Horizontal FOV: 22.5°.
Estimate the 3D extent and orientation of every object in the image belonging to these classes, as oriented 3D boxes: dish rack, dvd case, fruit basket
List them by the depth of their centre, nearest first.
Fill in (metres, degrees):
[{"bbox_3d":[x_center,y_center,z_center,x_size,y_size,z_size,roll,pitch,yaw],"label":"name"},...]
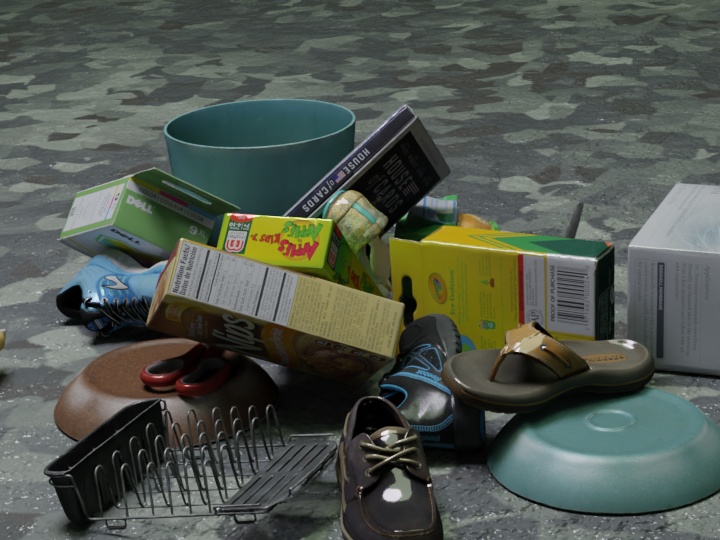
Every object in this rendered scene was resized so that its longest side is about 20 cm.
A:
[{"bbox_3d":[-0.123,0.146,1.395,0.199,0.055,0.153,-5,17,25],"label":"dish rack"},{"bbox_3d":[-0.008,-0.058,1.714,0.025,0.200,0.150,48,0,23],"label":"dvd case"},{"bbox_3d":[0.127,-0.020,1.810,0.199,0.094,0.185,2,19,4],"label":"fruit basket"}]

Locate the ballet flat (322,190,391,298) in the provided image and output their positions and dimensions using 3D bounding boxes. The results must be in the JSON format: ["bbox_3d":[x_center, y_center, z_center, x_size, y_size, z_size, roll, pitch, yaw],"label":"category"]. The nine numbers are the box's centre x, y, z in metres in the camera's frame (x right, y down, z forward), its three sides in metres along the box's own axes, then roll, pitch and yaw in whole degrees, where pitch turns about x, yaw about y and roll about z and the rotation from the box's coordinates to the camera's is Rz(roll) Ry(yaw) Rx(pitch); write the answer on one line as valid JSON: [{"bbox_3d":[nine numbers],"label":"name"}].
[{"bbox_3d":[0.000,0.000,1.697,0.070,0.200,0.071,0,58,1],"label":"ballet flat"}]

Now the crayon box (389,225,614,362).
[{"bbox_3d":[0.125,0.031,1.606,0.199,0.128,0.051,8,21,26],"label":"crayon box"}]

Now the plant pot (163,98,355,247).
[{"bbox_3d":[-0.101,-0.079,1.903,0.199,0.162,0.201,-2,20,1],"label":"plant pot"}]

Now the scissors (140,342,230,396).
[{"bbox_3d":[-0.126,0.069,1.607,0.073,0.014,0.200,4,19,22],"label":"scissors"}]

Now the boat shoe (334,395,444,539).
[{"bbox_3d":[0.015,0.153,1.354,0.074,0.074,0.200,-7,19,-11],"label":"boat shoe"}]

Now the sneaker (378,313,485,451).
[{"bbox_3d":[0.049,0.090,1.528,0.081,0.074,0.200,-5,19,-7],"label":"sneaker"}]

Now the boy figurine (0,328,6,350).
[{"bbox_3d":[-0.381,0.075,1.654,0.124,0.065,0.200,-11,21,-22],"label":"boy figurine"}]

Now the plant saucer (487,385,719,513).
[{"bbox_3d":[0.199,0.133,1.441,0.199,0.036,0.200,-2,19,1],"label":"plant saucer"}]

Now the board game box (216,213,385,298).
[{"bbox_3d":[-0.046,0.015,1.613,0.101,0.048,0.200,5,-23,20],"label":"board game box"}]

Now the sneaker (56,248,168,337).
[{"bbox_3d":[-0.223,0.039,1.752,0.090,0.079,0.199,-35,27,-32],"label":"sneaker"}]

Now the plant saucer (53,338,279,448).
[{"bbox_3d":[-0.171,0.101,1.591,0.199,0.037,0.201,-3,20,1],"label":"plant saucer"}]

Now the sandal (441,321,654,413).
[{"bbox_3d":[0.154,0.070,1.465,0.199,0.055,0.082,-4,28,-23],"label":"sandal"}]

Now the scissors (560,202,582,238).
[{"bbox_3d":[0.188,0.005,1.716,0.073,0.014,0.200,31,48,19],"label":"scissors"}]

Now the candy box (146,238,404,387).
[{"bbox_3d":[-0.074,0.038,1.542,0.199,0.056,0.115,16,-20,-11],"label":"candy box"}]

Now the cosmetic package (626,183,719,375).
[{"bbox_3d":[0.362,0.008,1.647,0.199,0.124,0.199,6,21,21],"label":"cosmetic package"}]

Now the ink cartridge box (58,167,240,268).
[{"bbox_3d":[-0.214,-0.044,1.813,0.104,0.060,0.200,27,-18,-26],"label":"ink cartridge box"}]
